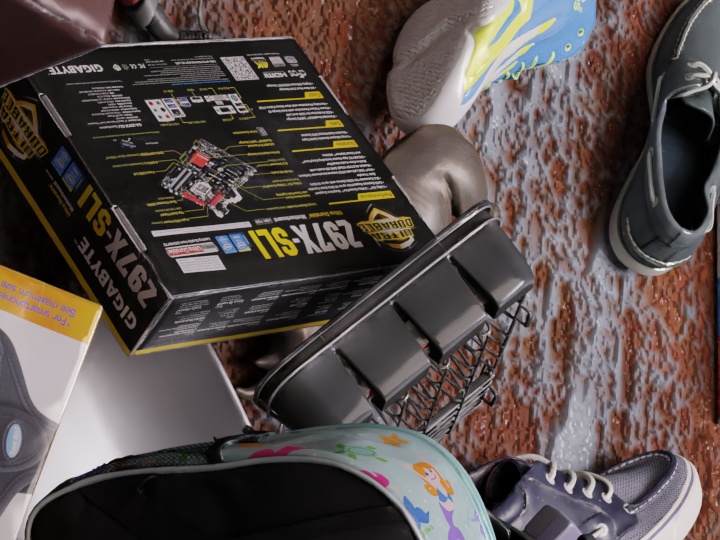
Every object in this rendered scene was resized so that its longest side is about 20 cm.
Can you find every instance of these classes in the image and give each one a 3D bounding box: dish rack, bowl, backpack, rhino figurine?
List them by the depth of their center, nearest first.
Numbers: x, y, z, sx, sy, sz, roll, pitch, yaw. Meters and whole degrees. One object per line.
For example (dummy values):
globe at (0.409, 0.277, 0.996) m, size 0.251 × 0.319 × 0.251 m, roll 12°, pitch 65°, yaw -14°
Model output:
backpack at (-0.030, 0.155, 1.217) m, size 0.150 × 0.199 × 0.179 m, roll -16°, pitch 94°, yaw -60°
bowl at (-0.137, 0.123, 1.306) m, size 0.200 × 0.074 × 0.201 m, roll -35°, pitch 108°, yaw -40°
dish rack at (0.015, 0.063, 1.379) m, size 0.153 × 0.200 × 0.055 m, roll -37°, pitch 75°, yaw -19°
rhino figurine at (0.000, 0.000, 1.459) m, size 0.200 × 0.060 × 0.088 m, roll -43°, pitch 127°, yaw -22°

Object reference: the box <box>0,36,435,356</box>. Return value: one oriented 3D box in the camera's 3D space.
box at (-0.071, -0.042, 1.351) m, size 0.199 × 0.049 × 0.160 m, roll -9°, pitch 57°, yaw -47°

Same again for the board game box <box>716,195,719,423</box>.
board game box at (0.293, -0.003, 1.714) m, size 0.103 × 0.105 × 0.202 m, roll 10°, pitch 77°, yaw -42°

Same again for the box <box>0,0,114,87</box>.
box at (-0.221, -0.190, 1.197) m, size 0.199 × 0.164 × 0.167 m, roll 30°, pitch 57°, yaw -38°

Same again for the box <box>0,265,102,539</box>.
box at (-0.201, 0.088, 1.183) m, size 0.118 × 0.041 × 0.201 m, roll 21°, pitch 73°, yaw -10°

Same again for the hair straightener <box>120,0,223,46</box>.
hair straightener at (-0.121, -0.200, 1.388) m, size 0.200 × 0.041 × 0.077 m, roll 55°, pitch 52°, yaw -20°

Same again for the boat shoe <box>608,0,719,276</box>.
boat shoe at (0.208, -0.092, 1.663) m, size 0.072 × 0.062 × 0.201 m, roll 26°, pitch 66°, yaw -12°

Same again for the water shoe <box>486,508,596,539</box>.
water shoe at (0.046, 0.152, 1.388) m, size 0.071 × 0.199 × 0.080 m, roll -16°, pitch 109°, yaw -50°

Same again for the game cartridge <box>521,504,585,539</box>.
game cartridge at (0.112, 0.230, 1.498) m, size 0.130 × 0.038 × 0.200 m, roll -43°, pitch 130°, yaw -6°

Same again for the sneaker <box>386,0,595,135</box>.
sneaker at (0.088, -0.135, 1.557) m, size 0.105 × 0.075 × 0.201 m, roll 45°, pitch 55°, yaw -31°

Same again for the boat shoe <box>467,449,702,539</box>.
boat shoe at (0.118, 0.134, 1.546) m, size 0.200 × 0.074 × 0.093 m, roll -37°, pitch 117°, yaw -39°
